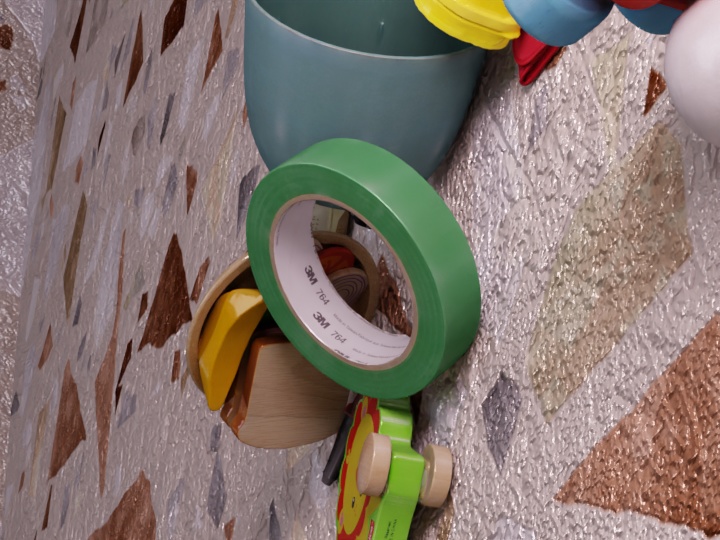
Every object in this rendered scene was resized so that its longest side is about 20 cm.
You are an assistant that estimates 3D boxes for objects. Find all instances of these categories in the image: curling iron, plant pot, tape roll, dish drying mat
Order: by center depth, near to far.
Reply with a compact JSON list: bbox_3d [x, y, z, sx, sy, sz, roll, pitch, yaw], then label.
[{"bbox_3d":[0.132,-0.242,1.401,0.077,0.018,0.201,130,146,-54],"label":"dish drying mat"},{"bbox_3d":[0.000,0.000,1.412,0.200,0.048,0.201,26,134,31],"label":"tape roll"},{"bbox_3d":[-0.003,-0.146,1.489,0.201,0.199,0.162,-107,23,-54],"label":"plant pot"},{"bbox_3d":[-0.008,0.119,1.569,0.026,0.049,0.200,58,149,29],"label":"curling iron"}]

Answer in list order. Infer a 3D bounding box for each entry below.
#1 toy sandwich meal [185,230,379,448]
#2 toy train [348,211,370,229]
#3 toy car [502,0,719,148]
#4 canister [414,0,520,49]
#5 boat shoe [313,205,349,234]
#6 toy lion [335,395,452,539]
[{"bbox_3d":[-0.058,0.060,1.562,0.070,0.204,0.206,50,130,41],"label":"toy sandwich meal"},{"bbox_3d":[-0.002,-0.109,1.677,0.201,0.046,0.034,-99,27,-47],"label":"toy train"},{"bbox_3d":[0.208,-0.132,0.970,0.184,0.176,0.201,-37,72,44],"label":"toy car"},{"bbox_3d":[0.114,-0.284,1.339,0.200,0.086,0.149,-56,32,33],"label":"canister"},{"bbox_3d":[-0.061,-0.075,1.805,0.200,0.062,0.074,-126,49,-66],"label":"boat shoe"},{"bbox_3d":[0.010,0.194,1.462,0.192,0.068,0.201,-167,88,-78],"label":"toy lion"}]
